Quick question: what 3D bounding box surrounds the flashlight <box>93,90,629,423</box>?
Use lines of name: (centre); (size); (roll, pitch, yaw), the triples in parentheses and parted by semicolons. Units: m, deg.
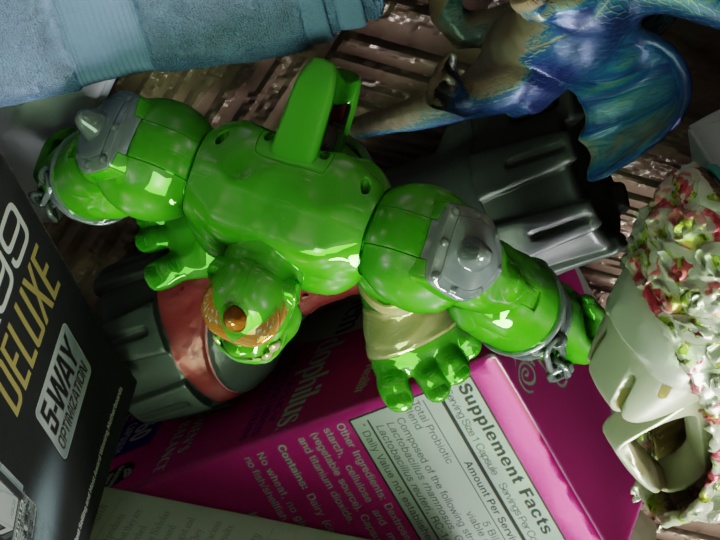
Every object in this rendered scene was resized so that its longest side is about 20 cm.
flashlight: (0.000, 0.000, 1.059); (0.199, 0.068, 0.068); (-17, 140, 24)

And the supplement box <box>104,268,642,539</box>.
supplement box: (0.002, 0.077, 1.111); (0.199, 0.101, 0.104); (-20, 111, 26)

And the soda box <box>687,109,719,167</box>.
soda box: (0.163, 0.005, 1.022); (0.063, 0.068, 0.200); (-28, 153, -3)

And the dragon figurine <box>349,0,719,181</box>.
dragon figurine: (0.075, -0.072, 0.965); (0.099, 0.059, 0.200); (21, 138, -25)

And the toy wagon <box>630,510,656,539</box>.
toy wagon: (0.029, 0.135, 1.271); (0.199, 0.040, 0.155); (-23, 138, 28)

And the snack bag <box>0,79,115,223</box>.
snack bag: (-0.173, -0.080, 0.989); (0.199, 0.021, 0.189); (12, 142, -16)

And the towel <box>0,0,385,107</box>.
towel: (-0.096, -0.104, 0.909); (0.199, 0.049, 0.112); (-12, 134, 1)

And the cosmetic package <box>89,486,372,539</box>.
cosmetic package: (-0.064, 0.144, 1.067); (0.199, 0.074, 0.102); (8, 119, 12)

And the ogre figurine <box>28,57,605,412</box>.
ogre figurine: (-0.022, -0.016, 0.964); (0.200, 0.098, 0.120); (38, 175, 13)

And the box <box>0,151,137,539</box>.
box: (-0.145, 0.065, 0.959); (0.050, 0.201, 0.158); (-5, 137, 20)

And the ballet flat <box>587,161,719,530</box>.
ballet flat: (0.111, 0.038, 0.986); (0.064, 0.076, 0.200); (-27, 147, -3)
